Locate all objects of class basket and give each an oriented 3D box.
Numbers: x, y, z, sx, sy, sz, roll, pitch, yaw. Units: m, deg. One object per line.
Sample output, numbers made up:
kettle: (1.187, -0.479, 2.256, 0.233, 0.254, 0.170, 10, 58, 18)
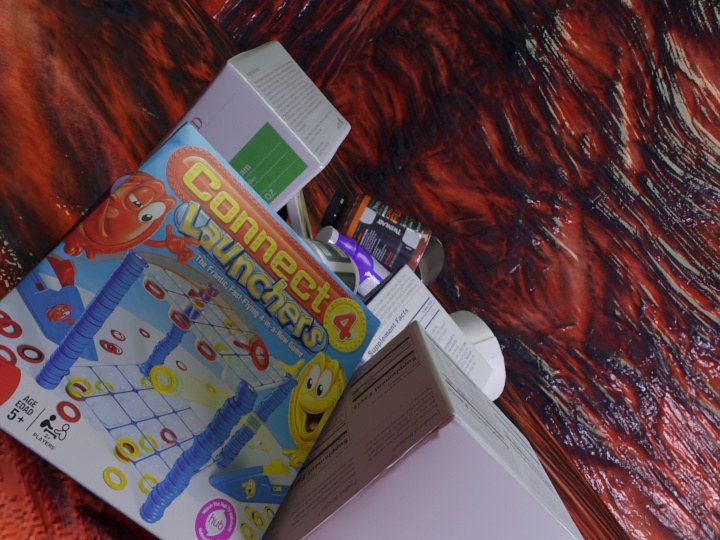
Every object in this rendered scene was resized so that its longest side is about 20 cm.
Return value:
basket: (0.089, 0.000, 1.203, 0.138, 0.178, 0.200, 60, 16, -1)

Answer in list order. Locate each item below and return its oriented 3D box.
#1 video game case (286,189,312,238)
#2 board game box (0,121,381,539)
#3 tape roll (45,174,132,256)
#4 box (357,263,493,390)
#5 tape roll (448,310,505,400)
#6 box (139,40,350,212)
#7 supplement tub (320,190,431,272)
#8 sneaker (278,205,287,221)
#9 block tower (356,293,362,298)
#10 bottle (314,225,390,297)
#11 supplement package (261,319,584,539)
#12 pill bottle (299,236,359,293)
video game case: (-0.120, -0.128, 1.035, 0.182, 0.022, 0.204, -102, 180, -80)
board game box: (-0.106, 0.048, 0.355, 0.200, 0.197, 0.055, 45, -33, -20)
tape roll: (-0.158, 0.021, 0.483, 0.200, 0.085, 0.200, 48, 10, -11)
box: (0.053, 0.129, 0.737, 0.201, 0.105, 0.184, 50, 40, -1)
tape roll: (0.217, 0.191, 1.188, 0.202, 0.070, 0.206, 42, -41, 51)
box: (-0.150, -0.175, 0.778, 0.172, 0.198, 0.201, 46, 26, -14)
supplement tub: (0.026, -0.073, 1.039, 0.197, 0.108, 0.107, 26, 12, -1)
sneaker: (-0.172, -0.144, 1.041, 0.078, 0.069, 0.203, 66, 3, -59)
block tower: (-0.021, 0.035, 1.097, 0.054, 0.058, 0.200, 48, 12, -8)
bottle: (0.000, 0.000, 0.981, 0.200, 0.065, 0.084, 41, 10, -33)
supplement package: (0.021, 0.172, 0.388, 0.156, 0.199, 0.111, 45, 11, -21)
pill bottle: (-0.069, 0.013, 0.805, 0.114, 0.113, 0.200, 51, 10, 10)
